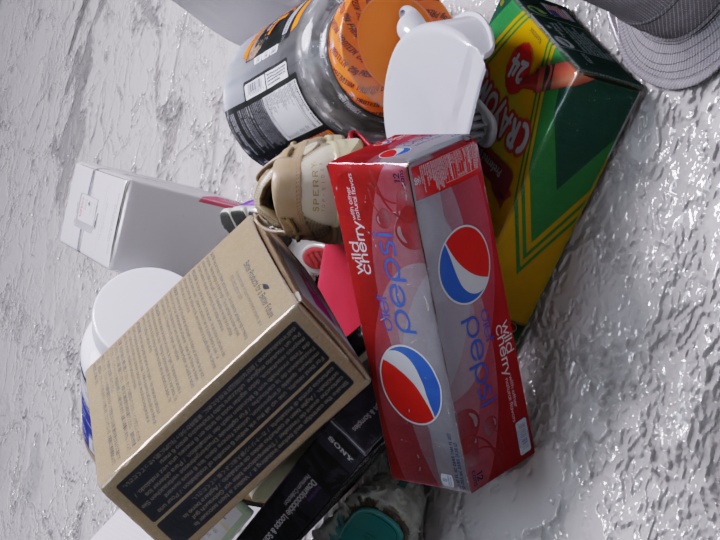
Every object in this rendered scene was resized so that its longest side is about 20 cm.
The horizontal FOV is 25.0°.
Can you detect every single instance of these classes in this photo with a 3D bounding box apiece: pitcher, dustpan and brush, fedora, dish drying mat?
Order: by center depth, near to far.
[{"bbox_3d":[0.158,-0.209,0.892,0.202,0.090,0.177,-70,25,18],"label":"fedora"},{"bbox_3d":[0.046,-0.120,1.029,0.200,0.057,0.141,-124,37,-47],"label":"dustpan and brush"},{"bbox_3d":[0.000,0.000,1.139,0.077,0.018,0.201,47,145,31],"label":"dish drying mat"},{"bbox_3d":[-0.096,-0.241,1.332,0.122,0.198,0.172,-69,26,17],"label":"pitcher"}]

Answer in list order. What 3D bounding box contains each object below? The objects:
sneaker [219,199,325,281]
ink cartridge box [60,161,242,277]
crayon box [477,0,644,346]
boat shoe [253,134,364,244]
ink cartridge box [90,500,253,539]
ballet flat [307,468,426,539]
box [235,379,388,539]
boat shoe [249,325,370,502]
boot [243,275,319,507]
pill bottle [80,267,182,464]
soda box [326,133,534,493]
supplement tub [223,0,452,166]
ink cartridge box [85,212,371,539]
[{"bbox_3d":[-0.027,-0.039,1.229,0.199,0.081,0.083,-8,29,47],"label":"sneaker"},{"bbox_3d":[-0.179,-0.038,1.482,0.200,0.145,0.084,20,97,66],"label":"ink cartridge box"},{"bbox_3d":[0.091,-0.058,1.018,0.201,0.050,0.127,-67,27,24],"label":"crayon box"},{"bbox_3d":[-0.038,-0.054,1.051,0.200,0.064,0.072,154,112,-82],"label":"boat shoe"},{"bbox_3d":[-0.107,0.146,1.109,0.200,0.048,0.145,-48,12,-16],"label":"ink cartridge box"},{"bbox_3d":[-0.008,0.201,1.117,0.200,0.071,0.072,-52,34,39],"label":"ballet flat"},{"bbox_3d":[-0.013,0.125,1.079,0.143,0.036,0.200,-41,-8,-47],"label":"box"},{"bbox_3d":[-0.036,0.089,1.155,0.202,0.073,0.063,-49,63,41],"label":"boat shoe"},{"bbox_3d":[-0.068,0.071,1.286,0.138,0.077,0.201,-47,39,41],"label":"boot"},{"bbox_3d":[-0.186,0.093,1.411,0.201,0.114,0.117,103,165,-53],"label":"pill bottle"},{"bbox_3d":[0.043,0.024,0.951,0.070,0.063,0.202,5,111,46],"label":"soda box"},{"bbox_3d":[-0.015,-0.144,1.203,0.200,0.121,0.124,-14,66,62],"label":"supplement tub"},{"bbox_3d":[-0.091,0.067,1.034,0.165,0.075,0.200,-42,20,3],"label":"ink cartridge box"}]
